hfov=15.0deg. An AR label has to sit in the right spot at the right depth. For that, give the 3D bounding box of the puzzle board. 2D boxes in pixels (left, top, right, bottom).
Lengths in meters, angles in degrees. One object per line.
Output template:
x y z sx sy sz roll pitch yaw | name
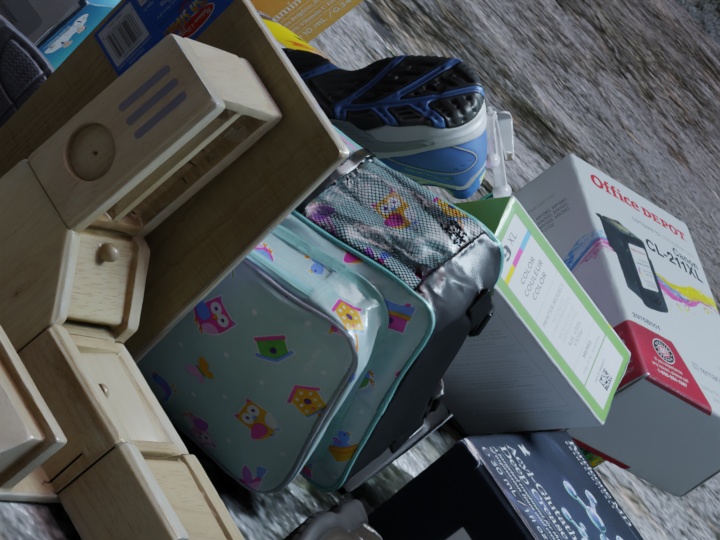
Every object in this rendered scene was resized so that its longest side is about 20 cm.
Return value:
-0.108 -0.054 1.399 0.017 0.200 0.151 2 50 -57 | puzzle board

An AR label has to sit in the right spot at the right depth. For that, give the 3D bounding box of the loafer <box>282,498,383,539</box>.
-0.016 0.166 1.394 0.071 0.073 0.200 50 16 5 | loafer

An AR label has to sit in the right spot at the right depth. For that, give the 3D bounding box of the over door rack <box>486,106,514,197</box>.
0.035 -0.079 1.938 0.200 0.147 0.067 -20 107 -83 | over door rack

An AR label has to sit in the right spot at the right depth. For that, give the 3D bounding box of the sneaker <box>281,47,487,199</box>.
-0.020 -0.077 1.557 0.076 0.199 0.077 -61 147 -37 | sneaker

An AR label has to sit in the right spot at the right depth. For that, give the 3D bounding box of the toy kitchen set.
-0.107 0.020 1.277 0.201 0.180 0.163 57 18 19 | toy kitchen set

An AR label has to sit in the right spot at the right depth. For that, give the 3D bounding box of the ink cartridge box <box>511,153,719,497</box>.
0.183 0.037 1.896 0.145 0.083 0.201 27 36 -42 | ink cartridge box

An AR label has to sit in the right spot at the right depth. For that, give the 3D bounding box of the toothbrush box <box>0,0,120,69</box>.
-0.198 -0.189 1.657 0.147 0.085 0.200 53 16 7 | toothbrush box

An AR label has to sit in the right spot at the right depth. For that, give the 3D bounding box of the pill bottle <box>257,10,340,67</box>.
-0.053 -0.090 1.702 0.109 0.109 0.200 41 0 -31 | pill bottle

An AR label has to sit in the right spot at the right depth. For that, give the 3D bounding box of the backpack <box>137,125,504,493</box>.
-0.050 0.006 1.476 0.200 0.176 0.153 43 45 16 | backpack

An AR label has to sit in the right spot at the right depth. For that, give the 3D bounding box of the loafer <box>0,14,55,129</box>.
-0.203 -0.108 1.501 0.200 0.072 0.063 52 11 12 | loafer

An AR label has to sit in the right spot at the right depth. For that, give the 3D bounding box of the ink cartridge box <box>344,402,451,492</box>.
-0.004 0.062 1.669 0.116 0.068 0.200 51 15 5 | ink cartridge box

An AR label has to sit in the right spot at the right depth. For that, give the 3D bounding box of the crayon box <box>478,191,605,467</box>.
0.134 0.047 2.020 0.201 0.058 0.119 59 -3 11 | crayon box

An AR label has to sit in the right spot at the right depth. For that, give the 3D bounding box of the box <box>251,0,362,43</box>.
-0.071 -0.245 1.769 0.200 0.124 0.098 37 21 -49 | box

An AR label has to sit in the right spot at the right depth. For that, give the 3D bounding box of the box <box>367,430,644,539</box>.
0.096 0.185 1.605 0.149 0.107 0.200 54 15 14 | box

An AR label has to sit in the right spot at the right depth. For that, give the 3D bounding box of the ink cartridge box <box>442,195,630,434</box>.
0.062 0.012 1.590 0.200 0.103 0.060 50 50 -34 | ink cartridge box
